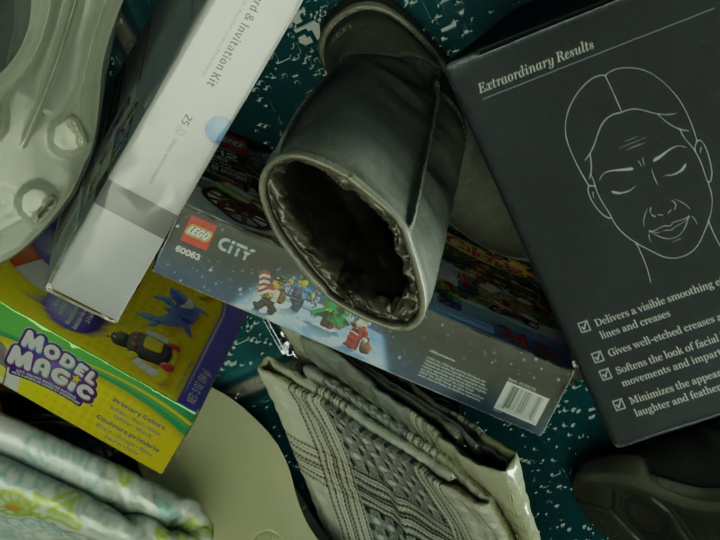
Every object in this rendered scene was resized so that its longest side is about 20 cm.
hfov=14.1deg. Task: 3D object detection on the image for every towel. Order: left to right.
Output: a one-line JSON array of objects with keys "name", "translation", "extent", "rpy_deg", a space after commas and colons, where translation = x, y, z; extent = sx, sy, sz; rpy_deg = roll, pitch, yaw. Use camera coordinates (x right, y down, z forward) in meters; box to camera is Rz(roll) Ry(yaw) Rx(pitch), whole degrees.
[{"name": "towel", "translation": [-0.189, 0.125, 1.445], "extent": [0.199, 0.048, 0.171], "rpy_deg": [25, 150, -11]}, {"name": "towel", "translation": [0.028, 0.126, 1.406], "extent": [0.034, 0.192, 0.201], "rpy_deg": [-32, 129, -21]}]

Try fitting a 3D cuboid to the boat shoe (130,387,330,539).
[{"name": "boat shoe", "translation": [-0.049, 0.141, 1.472], "extent": [0.071, 0.063, 0.200], "rpy_deg": [-40, 81, -18]}]

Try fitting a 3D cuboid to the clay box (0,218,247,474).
[{"name": "clay box", "translation": [-0.157, 0.003, 1.388], "extent": [0.199, 0.115, 0.048], "rpy_deg": [30, 123, -5]}]

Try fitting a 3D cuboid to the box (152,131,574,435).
[{"name": "box", "translation": [0.000, 0.000, 1.386], "extent": [0.199, 0.137, 0.038], "rpy_deg": [23, 108, -10]}]

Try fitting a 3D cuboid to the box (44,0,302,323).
[{"name": "box", "translation": [-0.079, -0.095, 1.335], "extent": [0.041, 0.156, 0.201], "rpy_deg": [25, 111, -12]}]

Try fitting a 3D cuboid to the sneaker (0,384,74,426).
[{"name": "sneaker", "translation": [-0.199, 0.031, 1.431], "extent": [0.199, 0.082, 0.078], "rpy_deg": [8, 114, -3]}]

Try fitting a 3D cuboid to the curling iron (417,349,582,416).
[{"name": "curling iron", "translation": [0.099, 0.055, 1.470], "extent": [0.199, 0.026, 0.050], "rpy_deg": [-10, 77, 1]}]

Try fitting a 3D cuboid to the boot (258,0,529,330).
[{"name": "boot", "translation": [0.033, -0.032, 1.338], "extent": [0.182, 0.200, 0.073], "rpy_deg": [39, 109, -16]}]

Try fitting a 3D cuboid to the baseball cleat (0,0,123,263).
[{"name": "baseball cleat", "translation": [-0.148, -0.099, 1.353], "extent": [0.069, 0.106, 0.201], "rpy_deg": [23, 93, -14]}]

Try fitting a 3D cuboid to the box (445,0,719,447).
[{"name": "box", "translation": [0.155, -0.043, 1.344], "extent": [0.148, 0.107, 0.201], "rpy_deg": [-19, 102, 28]}]

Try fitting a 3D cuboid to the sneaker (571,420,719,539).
[{"name": "sneaker", "translation": [0.201, 0.092, 1.453], "extent": [0.199, 0.114, 0.076], "rpy_deg": [-10, 125, 47]}]
